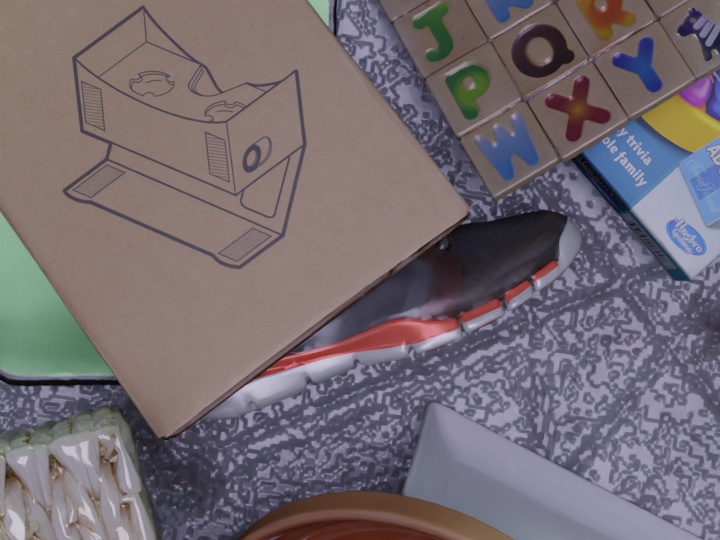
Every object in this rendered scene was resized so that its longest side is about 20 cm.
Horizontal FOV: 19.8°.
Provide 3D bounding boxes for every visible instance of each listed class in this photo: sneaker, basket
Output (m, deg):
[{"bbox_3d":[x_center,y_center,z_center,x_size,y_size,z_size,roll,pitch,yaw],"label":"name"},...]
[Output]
[{"bbox_3d":[0.000,0.000,0.912,0.199,0.077,0.082,-20,93,-6],"label":"sneaker"},{"bbox_3d":[-0.140,0.133,0.856,0.122,0.200,0.137,-16,91,-6],"label":"basket"}]

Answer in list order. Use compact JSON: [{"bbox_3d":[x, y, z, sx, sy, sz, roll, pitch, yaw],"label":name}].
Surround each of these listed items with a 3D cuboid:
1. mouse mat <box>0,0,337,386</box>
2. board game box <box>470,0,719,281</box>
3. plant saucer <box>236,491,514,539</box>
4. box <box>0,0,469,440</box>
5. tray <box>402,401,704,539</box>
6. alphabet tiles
[{"bbox_3d":[-0.090,-0.048,0.932,0.160,0.008,0.202,0,96,-8],"label":"mouse mat"},{"bbox_3d":[0.171,-0.118,0.936,0.200,0.047,0.151,-42,91,-1],"label":"board game box"},{"bbox_3d":[0.024,0.178,0.888,0.199,0.032,0.202,12,123,19],"label":"plant saucer"},{"bbox_3d":[-0.076,-0.055,0.887,0.163,0.021,0.201,-36,80,-3],"label":"box"},{"bbox_3d":[0.108,0.130,0.911,0.199,0.107,0.022,27,110,-1],"label":"tray"},{"bbox_3d":[0.106,-0.147,0.904,0.199,0.008,0.168,-31,65,5],"label":"alphabet tiles"}]
